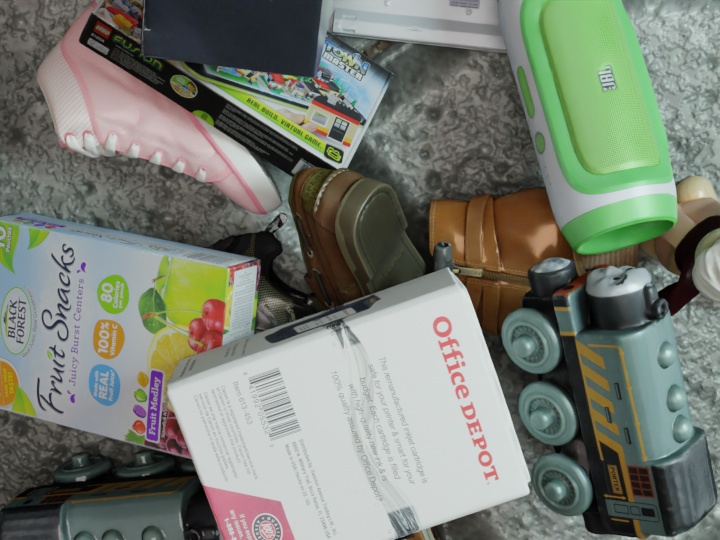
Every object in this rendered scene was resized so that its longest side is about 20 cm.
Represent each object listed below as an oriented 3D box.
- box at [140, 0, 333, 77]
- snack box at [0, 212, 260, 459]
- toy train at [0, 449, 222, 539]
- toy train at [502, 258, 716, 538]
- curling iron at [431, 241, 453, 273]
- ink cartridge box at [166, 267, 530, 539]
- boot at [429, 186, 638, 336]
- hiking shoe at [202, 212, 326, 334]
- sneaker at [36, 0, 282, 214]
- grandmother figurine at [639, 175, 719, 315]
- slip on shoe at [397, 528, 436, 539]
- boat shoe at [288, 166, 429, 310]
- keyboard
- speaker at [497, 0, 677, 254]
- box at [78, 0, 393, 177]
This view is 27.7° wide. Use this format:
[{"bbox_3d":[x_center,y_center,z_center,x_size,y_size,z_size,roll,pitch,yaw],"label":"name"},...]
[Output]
[{"bbox_3d":[-0.064,-0.264,0.928,0.123,0.200,0.199,8,135,-2],"label":"box"},{"bbox_3d":[-0.176,0.045,1.050,0.200,0.053,0.142,12,102,22],"label":"snack box"},{"bbox_3d":[-0.165,0.181,1.065,0.200,0.114,0.085,-6,100,16],"label":"toy train"},{"bbox_3d":[0.169,0.087,0.980,0.114,0.085,0.200,0,109,43],"label":"toy train"},{"bbox_3d":[0.058,0.073,1.071,0.026,0.050,0.200,6,113,5],"label":"curling iron"},{"bbox_3d":[-0.007,0.100,0.958,0.200,0.084,0.145,-19,99,2],"label":"ink cartridge box"},{"bbox_3d":[0.123,0.038,1.075,0.155,0.077,0.200,1,109,7],"label":"boot"},{"bbox_3d":[-0.054,0.062,1.076,0.101,0.076,0.200,-24,97,7],"label":"hiking shoe"},{"bbox_3d":[-0.151,-0.096,1.052,0.105,0.075,0.200,-42,89,2],"label":"sneaker"},{"bbox_3d":[0.234,-0.015,0.999,0.061,0.200,0.121,31,97,-4],"label":"grandmother figurine"},{"bbox_3d":[0.017,0.201,1.108,0.076,0.061,0.200,-16,117,4],"label":"slip on shoe"},{"bbox_3d":[0.000,0.000,1.035,0.068,0.072,0.200,22,145,29],"label":"boat shoe"},{"bbox_3d":[0.076,-0.191,1.070,0.200,0.011,0.056,6,94,-1],"label":"keyboard"},{"bbox_3d":[0.155,-0.117,1.006,0.088,0.088,0.200,-15,77,3],"label":"speaker"},{"bbox_3d":[-0.084,-0.148,1.024,0.200,0.110,0.035,32,142,-9],"label":"box"}]
